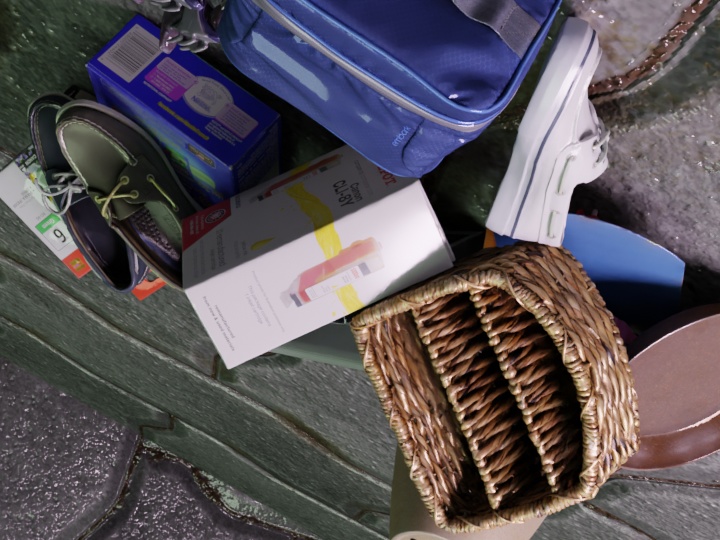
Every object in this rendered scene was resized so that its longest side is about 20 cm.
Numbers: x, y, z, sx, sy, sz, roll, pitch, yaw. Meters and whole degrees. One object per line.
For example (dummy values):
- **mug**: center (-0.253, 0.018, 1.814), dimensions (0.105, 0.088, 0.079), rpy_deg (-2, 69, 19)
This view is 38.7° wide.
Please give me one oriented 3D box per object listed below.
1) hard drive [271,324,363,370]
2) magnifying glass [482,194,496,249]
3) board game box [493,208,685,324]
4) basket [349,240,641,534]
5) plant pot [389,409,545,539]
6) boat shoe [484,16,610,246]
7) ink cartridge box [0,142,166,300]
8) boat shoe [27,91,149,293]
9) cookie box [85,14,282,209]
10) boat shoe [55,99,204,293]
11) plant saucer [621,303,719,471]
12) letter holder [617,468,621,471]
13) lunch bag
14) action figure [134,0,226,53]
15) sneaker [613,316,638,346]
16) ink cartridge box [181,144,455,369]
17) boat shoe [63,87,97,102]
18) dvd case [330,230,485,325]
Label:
- **hard drive**: center (-0.008, 0.038, 1.086), dimensions (0.200, 0.132, 0.026), rpy_deg (7, 151, 40)
- **magnifying glass**: center (0.122, 0.001, 0.956), dimensions (0.022, 0.080, 0.200), rpy_deg (20, 146, 15)
- **board game box**: center (0.197, -0.015, 0.872), dimensions (0.158, 0.039, 0.200), rpy_deg (14, 160, 20)
- **basket**: center (0.113, 0.091, 0.797), dimensions (0.143, 0.149, 0.201), rpy_deg (-14, 100, 55)
- **plant pot**: center (0.106, 0.189, 0.950), dimensions (0.187, 0.200, 0.188), rpy_deg (16, 137, 15)
- **boat shoe**: center (0.143, -0.090, 0.715), dimensions (0.067, 0.074, 0.200), rpy_deg (20, 149, 6)
- **ink cartridge box**: center (-0.271, -0.050, 1.053), dimensions (0.109, 0.050, 0.200), rpy_deg (-30, 109, 32)
- **boat shoe**: center (-0.259, -0.071, 0.969), dimensions (0.062, 0.075, 0.201), rpy_deg (-95, -13, -72)
- **cookie box**: center (-0.158, -0.115, 0.969), dimensions (0.171, 0.075, 0.200), rpy_deg (36, 158, 12)
- **boat shoe**: center (-0.195, -0.062, 0.907), dimensions (0.072, 0.060, 0.202), rpy_deg (-28, 118, 22)
- **plant saucer**: center (0.283, 0.096, 0.879), dimensions (0.200, 0.200, 0.035), rpy_deg (51, -169, -43)
- **letter holder**: center (0.199, 0.122, 1.078), dimensions (0.200, 0.101, 0.142), rpy_deg (27, 155, 1)
- **lunch bag**: center (0.013, -0.169, 0.623), dimensions (0.200, 0.136, 0.132), rpy_deg (32, 157, -8)
- **action figure**: center (-0.078, -0.186, 0.765), dimensions (0.200, 0.070, 0.130), rpy_deg (21, 170, 31)
- **sneaker**: center (0.232, 0.082, 0.950), dimensions (0.200, 0.079, 0.095), rpy_deg (18, 180, -29)
- **ink cartridge box**: center (-0.040, -0.025, 0.843), dimensions (0.145, 0.200, 0.084), rpy_deg (-111, -4, -63)
- **boat shoe**: center (-0.254, -0.105, 1.110), dimensions (0.200, 0.093, 0.075), rpy_deg (31, 157, -6)
- **dvd case**: center (0.000, 0.000, 0.947), dimensions (0.150, 0.200, 0.025), rpy_deg (4, 112, 44)
